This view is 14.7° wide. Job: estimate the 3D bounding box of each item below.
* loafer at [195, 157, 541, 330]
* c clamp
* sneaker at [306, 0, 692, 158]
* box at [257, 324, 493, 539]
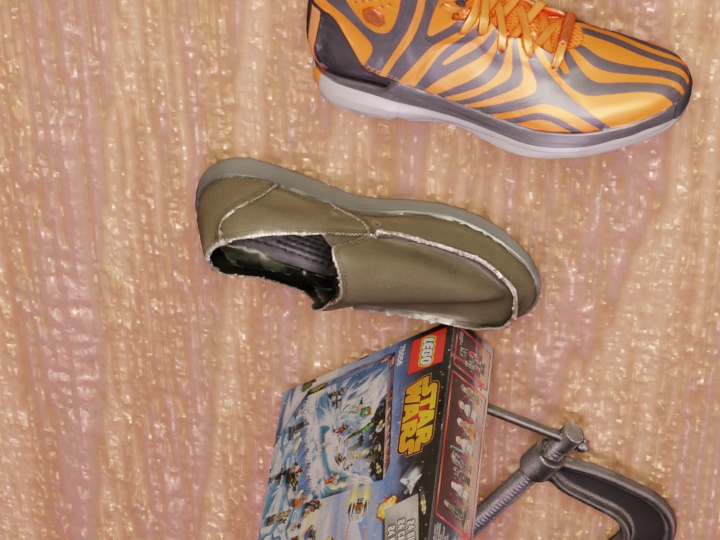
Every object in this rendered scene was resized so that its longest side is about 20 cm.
[{"bbox_3d":[0.000,0.000,1.544,0.200,0.070,0.075,14,136,1],"label":"loafer"},{"bbox_3d":[0.099,0.154,1.709,0.171,0.027,0.200,20,136,-15],"label":"c clamp"},{"bbox_3d":[0.068,-0.124,1.396,0.200,0.078,0.112,6,137,9],"label":"sneaker"},{"bbox_3d":[0.004,0.134,1.585,0.137,0.200,0.040,-24,130,34],"label":"box"}]
